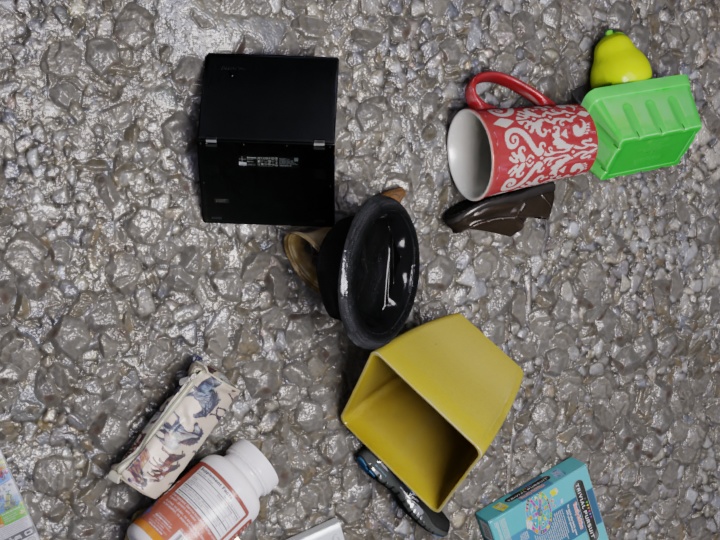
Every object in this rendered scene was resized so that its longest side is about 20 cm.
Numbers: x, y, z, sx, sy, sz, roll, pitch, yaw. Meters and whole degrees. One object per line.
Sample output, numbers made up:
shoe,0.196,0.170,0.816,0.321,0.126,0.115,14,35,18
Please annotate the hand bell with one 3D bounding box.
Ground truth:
hand bell,-0.005,-0.063,1.438,0.199,0.104,0.105,-38,109,-27

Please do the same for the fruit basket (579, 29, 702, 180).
fruit basket,0.416,-0.266,1.576,0.212,0.156,0.218,7,53,-9

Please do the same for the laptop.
laptop,-0.123,-0.177,1.366,0.184,0.117,0.203,2,124,2

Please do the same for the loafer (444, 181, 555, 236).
loafer,0.222,-0.085,1.526,0.197,0.073,0.073,-17,100,-21

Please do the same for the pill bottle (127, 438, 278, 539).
pill bottle,-0.210,0.327,1.356,0.200,0.112,0.113,-41,110,-27

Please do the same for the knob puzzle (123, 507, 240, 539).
knob puzzle,-0.254,0.418,1.391,0.216,0.030,0.224,6,74,-20

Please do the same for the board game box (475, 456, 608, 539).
board game box,0.300,0.423,1.632,0.198,0.047,0.153,-24,105,-19

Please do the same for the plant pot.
plant pot,0.118,0.184,1.429,0.200,0.201,0.176,42,53,15

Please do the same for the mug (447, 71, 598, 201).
mug,0.246,-0.206,1.489,0.197,0.133,0.181,-10,108,-23

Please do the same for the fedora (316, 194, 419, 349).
fedora,0.000,0.000,1.332,0.199,0.090,0.205,-11,104,-52

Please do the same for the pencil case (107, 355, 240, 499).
pencil case,-0.254,0.217,1.354,0.201,0.077,0.089,-53,132,-9

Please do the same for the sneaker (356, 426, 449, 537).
sneaker,0.083,0.325,1.515,0.082,0.073,0.201,-45,111,-14

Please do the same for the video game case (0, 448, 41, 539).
video game case,-0.503,0.341,1.296,0.141,0.018,0.203,-23,105,-19

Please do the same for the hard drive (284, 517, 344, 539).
hard drive,-0.106,0.468,1.475,0.197,0.027,0.134,-20,103,-20
